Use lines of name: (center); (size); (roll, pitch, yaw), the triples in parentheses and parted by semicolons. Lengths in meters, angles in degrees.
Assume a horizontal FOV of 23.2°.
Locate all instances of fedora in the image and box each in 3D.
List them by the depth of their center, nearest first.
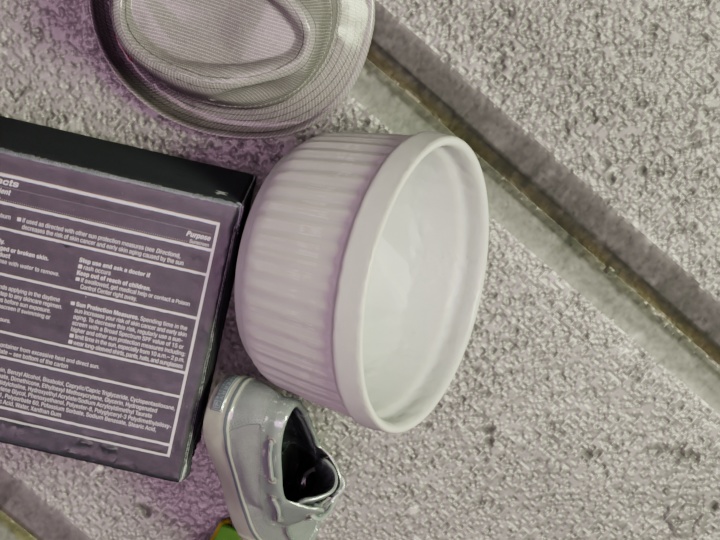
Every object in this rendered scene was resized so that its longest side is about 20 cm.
fedora: (-0.090, -0.173, 1.188); (0.200, 0.090, 0.177); (23, 103, -4)

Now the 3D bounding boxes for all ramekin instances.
ramekin: (0.000, 0.000, 1.174); (0.105, 0.200, 0.201); (13, 104, 25)

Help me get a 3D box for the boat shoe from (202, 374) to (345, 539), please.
boat shoe: (-0.051, 0.147, 1.221); (0.071, 0.070, 0.201); (15, 148, 24)

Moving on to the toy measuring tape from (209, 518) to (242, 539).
toy measuring tape: (-0.107, 0.204, 1.282); (0.073, 0.074, 0.200); (-1, 105, 2)

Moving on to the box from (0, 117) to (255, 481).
box: (-0.190, 0.015, 1.208); (0.200, 0.123, 0.199); (13, 104, -2)
